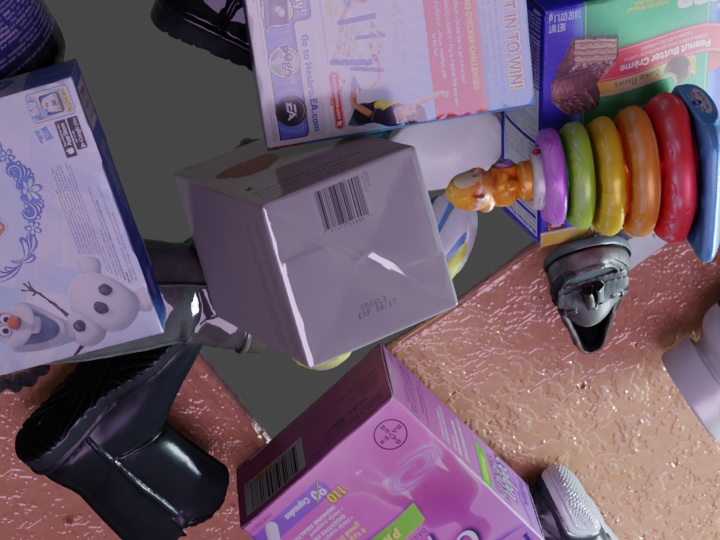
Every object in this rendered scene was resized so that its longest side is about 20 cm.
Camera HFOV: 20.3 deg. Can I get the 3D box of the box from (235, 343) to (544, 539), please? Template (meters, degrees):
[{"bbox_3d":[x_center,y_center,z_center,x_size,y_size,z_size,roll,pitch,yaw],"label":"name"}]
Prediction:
[{"bbox_3d":[0.023,0.200,1.715,0.176,0.097,0.200,-41,113,13],"label":"box"}]

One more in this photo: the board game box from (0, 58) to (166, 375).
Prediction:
[{"bbox_3d":[-0.260,-0.026,1.406,0.197,0.043,0.202,-15,114,5],"label":"board game box"}]

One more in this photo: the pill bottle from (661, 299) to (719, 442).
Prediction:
[{"bbox_3d":[0.362,0.053,1.713,0.199,0.110,0.110,-36,123,11],"label":"pill bottle"}]

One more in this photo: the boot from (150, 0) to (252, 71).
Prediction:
[{"bbox_3d":[-0.038,-0.223,1.462,0.198,0.077,0.169,20,119,-17],"label":"boot"}]

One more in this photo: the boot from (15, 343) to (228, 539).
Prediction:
[{"bbox_3d":[-0.161,0.126,1.647,0.200,0.077,0.168,-44,129,4],"label":"boot"}]

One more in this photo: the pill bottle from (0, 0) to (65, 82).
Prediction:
[{"bbox_3d":[-0.277,-0.174,1.415,0.111,0.112,0.201,-25,124,3],"label":"pill bottle"}]

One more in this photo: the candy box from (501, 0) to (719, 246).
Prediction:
[{"bbox_3d":[0.196,-0.133,1.523,0.167,0.077,0.202,-13,124,-17],"label":"candy box"}]

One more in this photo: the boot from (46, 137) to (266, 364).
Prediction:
[{"bbox_3d":[-0.164,-0.016,1.523,0.198,0.072,0.184,4,84,-18],"label":"boot"}]

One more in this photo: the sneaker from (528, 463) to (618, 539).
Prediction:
[{"bbox_3d":[0.183,0.273,1.833,0.113,0.076,0.201,-30,118,7],"label":"sneaker"}]

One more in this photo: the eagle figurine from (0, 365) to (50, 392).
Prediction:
[{"bbox_3d":[-0.308,0.051,1.546,0.151,0.151,0.201,-32,113,-5],"label":"eagle figurine"}]

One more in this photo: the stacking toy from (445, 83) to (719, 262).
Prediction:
[{"bbox_3d":[0.159,-0.068,1.452,0.198,0.116,0.111,-4,116,-4],"label":"stacking toy"}]

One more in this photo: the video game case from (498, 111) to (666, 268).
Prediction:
[{"bbox_3d":[0.231,-0.117,1.619,0.181,0.036,0.200,-35,123,8],"label":"video game case"}]

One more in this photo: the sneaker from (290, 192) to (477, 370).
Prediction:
[{"bbox_3d":[0.000,0.000,1.601,0.200,0.076,0.105,-44,137,16],"label":"sneaker"}]

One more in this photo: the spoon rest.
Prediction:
[{"bbox_3d":[0.064,-0.126,1.522,0.098,0.061,0.201,-11,141,-6],"label":"spoon rest"}]

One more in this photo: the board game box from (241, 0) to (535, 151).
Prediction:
[{"bbox_3d":[0.014,-0.200,1.394,0.194,0.056,0.202,-9,113,-4],"label":"board game box"}]

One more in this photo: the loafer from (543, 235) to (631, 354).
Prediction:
[{"bbox_3d":[0.187,0.021,1.610,0.071,0.064,0.200,-13,168,3],"label":"loafer"}]

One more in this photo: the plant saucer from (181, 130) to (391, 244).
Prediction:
[{"bbox_3d":[-0.046,-0.046,1.608,0.199,0.019,0.070,-32,123,8],"label":"plant saucer"}]

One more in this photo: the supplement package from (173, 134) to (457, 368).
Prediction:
[{"bbox_3d":[-0.037,-0.024,1.429,0.120,0.200,0.121,-22,107,-19],"label":"supplement package"}]
